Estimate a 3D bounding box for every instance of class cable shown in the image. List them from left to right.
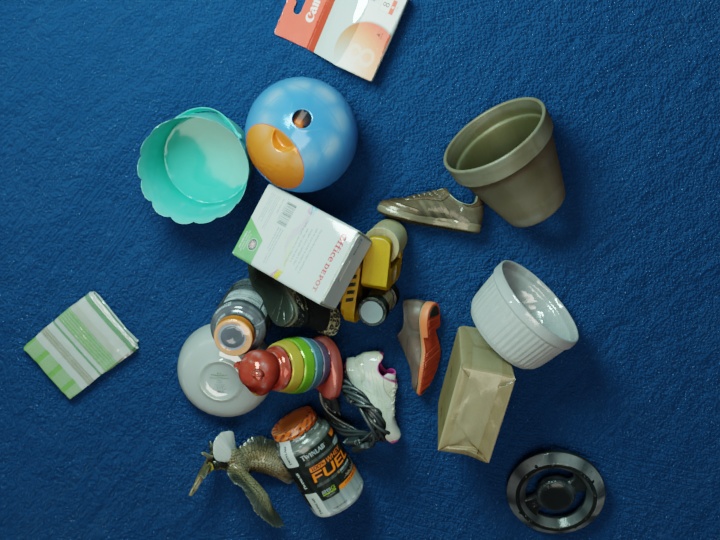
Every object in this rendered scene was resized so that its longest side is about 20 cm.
[{"bbox_3d":[-0.013,0.273,1.757,0.051,0.200,0.164,-27,83,-27],"label":"cable"}]

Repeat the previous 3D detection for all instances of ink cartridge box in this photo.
[{"bbox_3d":[-0.103,-0.042,1.605,0.199,0.087,0.146,28,90,22],"label":"ink cartridge box"},{"bbox_3d":[-0.035,-0.452,1.600,0.199,0.050,0.163,23,106,-7],"label":"ink cartridge box"}]

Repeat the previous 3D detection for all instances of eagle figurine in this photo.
[{"bbox_3d":[-0.222,0.411,1.830,0.199,0.151,0.152,19,97,9],"label":"eagle figurine"}]

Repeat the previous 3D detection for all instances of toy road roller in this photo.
[{"bbox_3d":[0.000,0.000,1.697,0.145,0.123,0.201,12,107,11],"label":"toy road roller"}]

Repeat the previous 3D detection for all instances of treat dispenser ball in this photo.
[{"bbox_3d":[-0.104,-0.239,1.587,0.200,0.201,0.202,1,107,3],"label":"treat dispenser ball"}]

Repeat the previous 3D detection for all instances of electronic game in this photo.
[{"bbox_3d":[0.400,0.455,1.847,0.199,0.042,0.201,3,113,8],"label":"electronic game"}]

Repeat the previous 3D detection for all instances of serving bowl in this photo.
[{"bbox_3d":[-0.274,0.208,1.800,0.199,0.066,0.201,1,107,3],"label":"serving bowl"}]

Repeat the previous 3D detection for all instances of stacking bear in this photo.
[{"bbox_3d":[-0.139,0.181,1.664,0.121,0.199,0.114,23,106,40],"label":"stacking bear"}]

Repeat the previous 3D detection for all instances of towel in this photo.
[{"bbox_3d":[-0.563,0.151,1.822,0.200,0.031,0.149,-36,99,15],"label":"towel"}]

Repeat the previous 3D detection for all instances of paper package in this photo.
[{"bbox_3d":[0.215,0.231,1.710,0.103,0.200,0.192,13,108,0],"label":"paper package"}]

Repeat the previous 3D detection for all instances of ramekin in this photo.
[{"bbox_3d":[0.297,0.089,1.669,0.200,0.200,0.105,40,114,-8],"label":"ramekin"}]

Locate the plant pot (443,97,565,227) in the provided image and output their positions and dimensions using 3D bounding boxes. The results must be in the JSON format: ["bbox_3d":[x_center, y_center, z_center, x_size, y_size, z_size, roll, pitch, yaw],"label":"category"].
[{"bbox_3d":[0.276,-0.179,1.605,0.200,0.200,0.174,-33,119,12],"label":"plant pot"}]

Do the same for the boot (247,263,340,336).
[{"bbox_3d":[-0.128,0.037,1.730,0.073,0.204,0.153,-42,143,22],"label":"boot"}]

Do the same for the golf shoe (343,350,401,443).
[{"bbox_3d":[0.044,0.250,1.792,0.091,0.075,0.201,-26,105,7],"label":"golf shoe"}]

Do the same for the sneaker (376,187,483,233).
[{"bbox_3d":[0.132,-0.121,1.689,0.199,0.070,0.076,11,88,-3],"label":"sneaker"}]

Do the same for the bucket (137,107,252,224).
[{"bbox_3d":[-0.293,-0.194,1.645,0.206,0.135,0.208,1,107,2],"label":"bucket"}]

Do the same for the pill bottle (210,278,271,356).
[{"bbox_3d":[-0.221,0.092,1.692,0.106,0.200,0.107,1,107,3],"label":"pill bottle"}]

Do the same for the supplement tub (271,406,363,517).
[{"bbox_3d":[-0.089,0.382,1.811,0.122,0.123,0.201,-28,104,11],"label":"supplement tub"}]

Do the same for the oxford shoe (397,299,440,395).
[{"bbox_3d":[0.112,0.148,1.771,0.072,0.071,0.201,14,112,29],"label":"oxford shoe"}]
